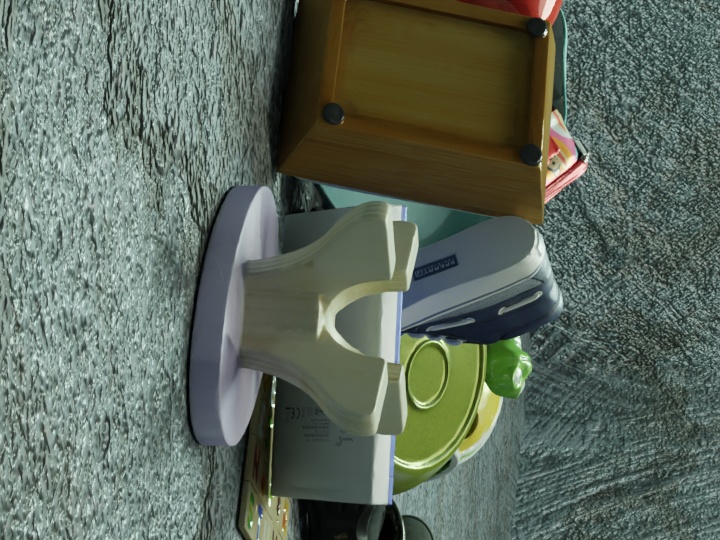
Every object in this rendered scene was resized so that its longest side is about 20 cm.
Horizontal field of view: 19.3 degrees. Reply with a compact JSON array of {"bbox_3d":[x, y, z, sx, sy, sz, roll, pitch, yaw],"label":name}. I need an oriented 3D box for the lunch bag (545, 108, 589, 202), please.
[{"bbox_3d":[0.094,-0.064,1.791,0.200,0.176,0.082,-36,98,-37],"label":"lunch bag"}]

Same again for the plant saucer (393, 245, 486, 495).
[{"bbox_3d":[0.042,0.079,1.645,0.200,0.031,0.200,-12,105,-49],"label":"plant saucer"}]

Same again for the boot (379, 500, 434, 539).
[{"bbox_3d":[0.026,0.271,2.020,0.200,0.072,0.182,71,20,-50],"label":"boot"}]

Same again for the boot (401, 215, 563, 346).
[{"bbox_3d":[0.048,0.030,1.554,0.090,0.200,0.073,62,17,-47],"label":"boot"}]

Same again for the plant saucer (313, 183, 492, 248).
[{"bbox_3d":[0.024,-0.094,1.635,0.036,0.200,0.200,-27,-132,48],"label":"plant saucer"}]

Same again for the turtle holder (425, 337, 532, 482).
[{"bbox_3d":[0.068,0.106,1.812,0.141,0.185,0.132,64,25,-48],"label":"turtle holder"}]

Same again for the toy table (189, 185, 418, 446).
[{"bbox_3d":[-0.033,0.028,1.338,0.184,0.117,0.200,81,14,-52],"label":"toy table"}]

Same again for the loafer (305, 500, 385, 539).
[{"bbox_3d":[-0.013,0.181,1.702,0.070,0.068,0.201,-90,-176,-66],"label":"loafer"}]

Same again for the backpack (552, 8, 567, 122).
[{"bbox_3d":[0.118,-0.197,2.135,0.153,0.176,0.200,115,-17,-66],"label":"backpack"}]

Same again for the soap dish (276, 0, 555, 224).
[{"bbox_3d":[0.047,-0.127,1.544,0.081,0.200,0.158,116,-17,-61],"label":"soap dish"}]

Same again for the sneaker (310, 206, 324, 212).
[{"bbox_3d":[0.000,0.000,1.670,0.200,0.080,0.078,51,42,-71],"label":"sneaker"}]

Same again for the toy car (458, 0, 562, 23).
[{"bbox_3d":[0.090,-0.210,1.955,0.184,0.177,0.200,101,0,-74],"label":"toy car"}]

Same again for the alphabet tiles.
[{"bbox_3d":[-0.064,0.143,1.526,0.166,0.006,0.200,72,21,-66],"label":"alphabet tiles"}]

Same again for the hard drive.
[{"bbox_3d":[-0.016,0.058,1.463,0.132,0.025,0.200,-5,-99,57],"label":"hard drive"}]
